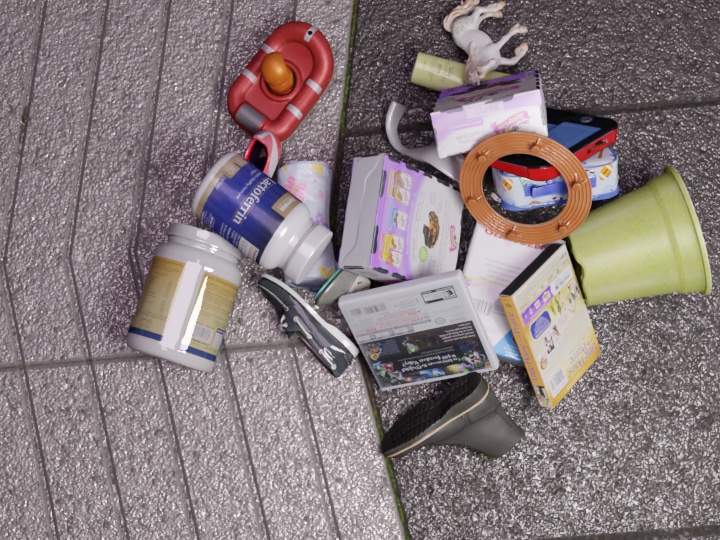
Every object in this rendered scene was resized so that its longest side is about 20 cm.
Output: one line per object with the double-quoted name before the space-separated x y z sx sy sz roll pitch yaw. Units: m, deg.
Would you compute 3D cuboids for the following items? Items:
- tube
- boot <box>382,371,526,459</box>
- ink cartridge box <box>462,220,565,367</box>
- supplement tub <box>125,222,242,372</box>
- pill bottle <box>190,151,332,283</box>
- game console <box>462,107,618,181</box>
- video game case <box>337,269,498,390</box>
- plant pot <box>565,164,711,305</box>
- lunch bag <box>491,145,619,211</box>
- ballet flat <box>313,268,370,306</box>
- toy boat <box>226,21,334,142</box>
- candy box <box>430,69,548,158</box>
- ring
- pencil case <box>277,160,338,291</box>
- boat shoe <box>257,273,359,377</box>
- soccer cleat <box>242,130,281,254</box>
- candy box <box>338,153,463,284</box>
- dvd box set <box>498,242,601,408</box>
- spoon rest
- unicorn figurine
"tube" 0.181 -0.308 1.688 0.196 0.052 0.059 17 121 0
"boot" 0.144 0.263 1.585 0.198 0.078 0.139 -33 114 23
"ink cartridge box" 0.224 0.033 1.610 0.142 0.085 0.204 16 83 4
"supplement tub" -0.268 0.042 1.594 0.142 0.145 0.204 17 81 5
"pill bottle" -0.146 -0.076 1.543 0.199 0.116 0.117 36 83 4
"game console" 0.280 -0.201 1.586 0.198 0.032 0.176 -29 37 -31
"video game case" 0.088 0.093 1.546 0.196 0.024 0.184 -13 123 22
"plant pot" 0.414 -0.035 1.573 0.181 0.200 0.204 -17 80 9
"lunch bag" 0.297 -0.152 1.600 0.196 0.161 0.077 -9 118 1
"ballet flat" 0.000 0.000 1.594 0.063 0.068 0.201 38 48 0
"toy boat" -0.129 -0.312 1.655 0.130 0.131 0.201 36 83 7
"candy box" 0.199 -0.242 1.573 0.164 0.200 0.073 -10 107 12
"ring" 0.238 -0.114 1.504 0.197 0.203 0.019 20 45 5
"pencil case" -0.084 -0.072 1.637 0.089 0.083 0.205 -8 79 14
"boat shoe" -0.093 0.085 1.616 0.199 0.076 0.061 39 78 8
"soccer cleat" -0.176 -0.123 1.632 0.066 0.076 0.204 20 100 13
"candy box" 0.067 -0.064 1.570 0.071 0.198 0.172 -1 76 43
"dvd box set" 0.289 0.082 1.548 0.146 0.029 0.203 -40 118 -32
"spoon rest" 0.107 -0.190 1.643 0.061 0.099 0.200 -53 57 16
"unicorn figurine" 0.201 -0.366 1.667 0.136 0.075 0.200 -29 44 -10
